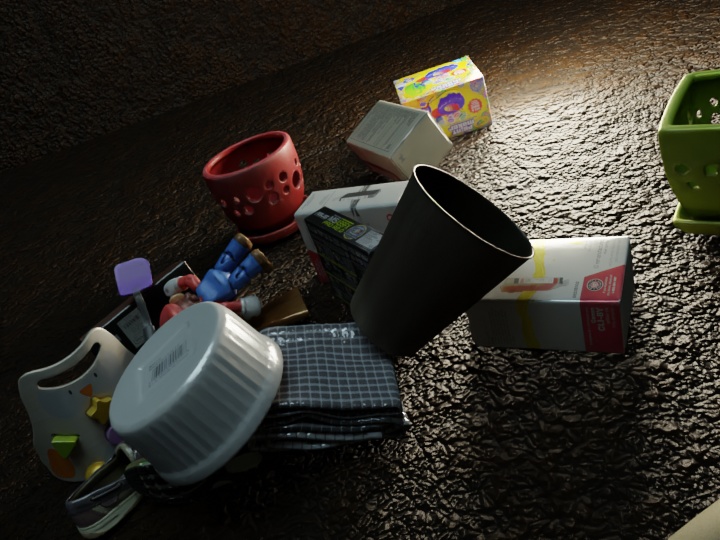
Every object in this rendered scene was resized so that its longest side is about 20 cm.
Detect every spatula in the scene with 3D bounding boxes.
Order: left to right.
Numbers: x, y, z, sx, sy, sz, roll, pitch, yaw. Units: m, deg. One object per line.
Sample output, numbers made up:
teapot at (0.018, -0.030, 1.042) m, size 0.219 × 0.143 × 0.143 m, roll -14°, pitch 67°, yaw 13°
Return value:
spatula at (-0.332, 0.071, 0.976) m, size 0.056 × 0.021 × 0.202 m, roll -20°, pitch 75°, yaw -6°

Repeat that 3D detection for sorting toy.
sorting toy at (-0.378, 0.182, 0.891) m, size 0.199 × 0.182 × 0.106 m, roll -37°, pitch 34°, yaw -26°

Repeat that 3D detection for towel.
towel at (-0.045, 0.140, 0.799) m, size 0.196 × 0.087 × 0.166 m, roll -2°, pitch 30°, yaw -7°

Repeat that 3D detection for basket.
basket at (0.085, 0.001, 0.793) m, size 0.201 × 0.179 × 0.137 m, roll -54°, pitch 15°, yaw 29°

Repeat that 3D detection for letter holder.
letter holder at (-0.361, 0.086, 1.070) m, size 0.200 × 0.101 × 0.142 m, roll -43°, pitch 19°, yaw -23°

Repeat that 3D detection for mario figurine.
mario figurine at (-0.231, 0.040, 0.998) m, size 0.200 × 0.106 × 0.123 m, roll -45°, pitch 38°, yaw -7°

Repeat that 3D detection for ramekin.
ramekin at (-0.194, 0.132, 0.733) m, size 0.199 × 0.098 × 0.202 m, roll -30°, pitch 32°, yaw 21°

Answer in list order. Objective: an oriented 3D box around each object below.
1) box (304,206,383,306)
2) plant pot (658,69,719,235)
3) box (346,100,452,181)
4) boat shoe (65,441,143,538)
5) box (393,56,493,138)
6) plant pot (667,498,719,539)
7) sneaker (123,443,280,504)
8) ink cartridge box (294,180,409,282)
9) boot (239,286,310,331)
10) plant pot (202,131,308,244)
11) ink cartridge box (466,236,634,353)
box at (0.000, 0.000, 0.972) m, size 0.044 × 0.162 × 0.199 m, roll -33°, pitch 32°, yaw -19°
plant pot at (0.540, -0.160, 0.878) m, size 0.198 × 0.183 × 0.199 m, roll 5°, pitch 38°, yaw 37°
box at (0.082, -0.277, 1.377) m, size 0.128 × 0.109 × 0.200 m, roll -50°, pitch 36°, yaw -3°
boat shoe at (-0.299, 0.255, 0.840) m, size 0.071 × 0.065 × 0.200 m, roll 6°, pitch 39°, yaw 39°
box at (0.197, -0.409, 1.541) m, size 0.197 × 0.123 × 0.194 m, roll -17°, pitch 32°, yaw 6°
plant pot at (0.335, 0.210, 0.446) m, size 0.198 × 0.188 × 0.188 m, roll -25°, pitch 27°, yaw 20°
sneaker at (-0.201, 0.234, 0.814) m, size 0.197 × 0.078 × 0.089 m, roll -13°, pitch 28°, yaw -3°
ink cartridge box at (0.008, -0.063, 1.081) m, size 0.197 × 0.146 × 0.084 m, roll -2°, pitch 34°, yaw 28°
boot at (-0.168, 0.112, 0.998) m, size 0.197 × 0.069 × 0.189 m, roll -22°, pitch 19°, yaw 0°
plant pot at (-0.211, -0.169, 1.344) m, size 0.197 × 0.184 × 0.201 m, roll -14°, pitch 31°, yaw 9°
ink cartridge box at (0.253, 0.029, 0.848) m, size 0.197 × 0.084 × 0.146 m, roll -1°, pitch 35°, yaw 30°
